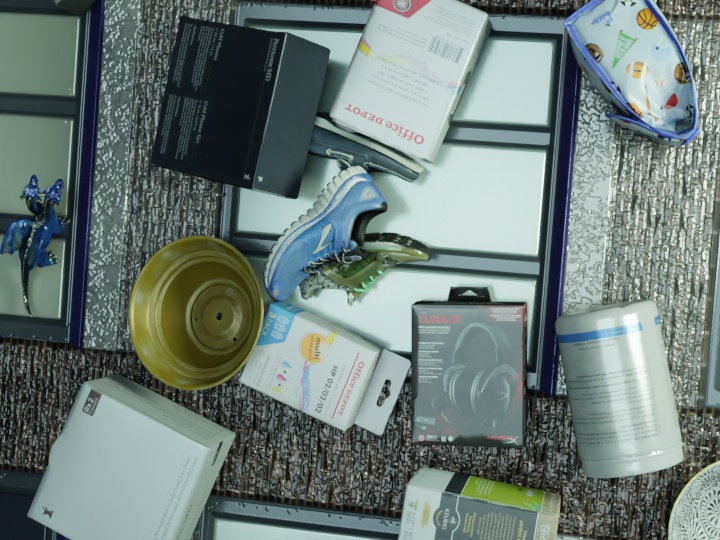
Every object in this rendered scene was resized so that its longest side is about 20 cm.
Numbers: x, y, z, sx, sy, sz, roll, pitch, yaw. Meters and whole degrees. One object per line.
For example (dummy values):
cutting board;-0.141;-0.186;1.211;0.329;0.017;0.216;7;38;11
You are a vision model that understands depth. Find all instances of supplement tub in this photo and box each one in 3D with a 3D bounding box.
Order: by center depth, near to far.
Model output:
supplement tub;0.321;0.145;1.584;0.130;0.132;0.203;-10;89;10

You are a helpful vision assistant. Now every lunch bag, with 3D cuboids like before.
lunch bag;0.340;-0.237;1.551;0.123;0.170;0.201;-36;86;12

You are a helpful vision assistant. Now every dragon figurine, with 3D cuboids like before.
dragon figurine;-0.450;-0.038;1.738;0.058;0.099;0.202;24;95;9

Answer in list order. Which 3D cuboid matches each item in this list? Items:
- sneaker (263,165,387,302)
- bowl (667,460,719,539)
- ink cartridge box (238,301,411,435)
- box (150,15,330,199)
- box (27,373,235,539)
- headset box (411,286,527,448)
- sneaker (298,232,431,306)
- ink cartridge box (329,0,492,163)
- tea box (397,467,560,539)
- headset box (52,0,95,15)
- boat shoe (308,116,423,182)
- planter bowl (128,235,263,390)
sneaker;-0.043;-0.033;1.604;0.089;0.078;0.200;44;101;15
bowl;0.478;0.323;1.577;0.198;0.094;0.204;0;92;10
ink cartridge box;-0.045;0.133;1.683;0.198;0.068;0.116;24;96;9
box;-0.156;-0.211;1.649;0.180;0.104;0.203;16;95;33
box;-0.303;0.272;1.703;0.198;0.131;0.201;25;96;9
headset box;0.141;0.122;1.644;0.147;0.077;0.203;1;93;11
sneaker;0.000;0.000;1.678;0.197;0.077;0.090;-4;100;18
ink cartridge box;0.066;-0.259;1.645;0.146;0.086;0.202;25;97;9
tea box;0.144;0.376;1.620;0.194;0.134;0.203;10;93;11
headset box;-0.393;-0.473;1.721;0.200;0.093;0.174;45;98;6
boat shoe;-0.014;-0.151;1.668;0.198;0.075;0.063;23;94;11
planter bowl;-0.203;0.058;1.695;0.198;0.083;0.204;-2;84;20
